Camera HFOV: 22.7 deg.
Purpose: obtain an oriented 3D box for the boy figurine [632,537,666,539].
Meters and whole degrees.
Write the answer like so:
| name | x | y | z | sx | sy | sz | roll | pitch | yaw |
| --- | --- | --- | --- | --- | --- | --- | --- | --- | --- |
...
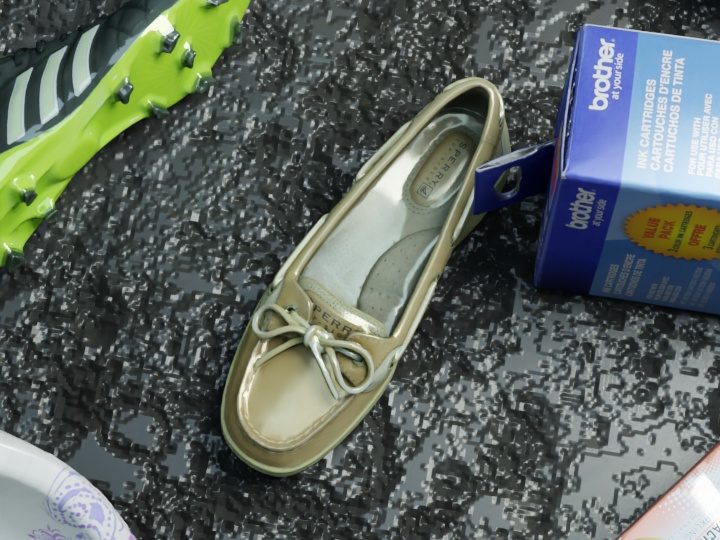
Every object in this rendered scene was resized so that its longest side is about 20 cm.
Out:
| name | x | y | z | sx | sy | sz | roll | pitch | yaw |
| --- | --- | --- | --- | --- | --- | --- | --- | --- | --- |
| boy figurine | 0.149 | 0.190 | 0.707 | 0.124 | 0.064 | 0.200 | -39 | 110 | -7 |

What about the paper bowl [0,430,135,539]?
| name | x | y | z | sx | sy | sz | roll | pitch | yaw |
| --- | --- | --- | --- | --- | --- | --- | --- | --- | --- |
| paper bowl | -0.188 | 0.158 | 0.733 | 0.199 | 0.104 | 0.202 | -2 | 94 | -26 |

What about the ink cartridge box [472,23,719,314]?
| name | x | y | z | sx | sy | sz | roll | pitch | yaw |
| --- | --- | --- | --- | --- | --- | --- | --- | --- | --- |
| ink cartridge box | 0.151 | -0.037 | 0.782 | 0.198 | 0.137 | 0.077 | 10 | 70 | 5 |

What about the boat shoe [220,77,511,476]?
| name | x | y | z | sx | sy | sz | roll | pitch | yaw |
| --- | --- | --- | --- | --- | --- | --- | --- | --- | --- |
| boat shoe | 0.002 | 0.001 | 0.816 | 0.073 | 0.063 | 0.201 | 36 | 79 | 11 |

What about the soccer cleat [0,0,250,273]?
| name | x | y | z | sx | sy | sz | roll | pitch | yaw |
| --- | --- | --- | --- | --- | --- | --- | --- | --- | --- |
| soccer cleat | -0.137 | -0.088 | 0.848 | 0.200 | 0.068 | 0.081 | -44 | 65 | -9 |

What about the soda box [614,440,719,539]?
| name | x | y | z | sx | sy | sz | roll | pitch | yaw |
| --- | --- | --- | --- | --- | --- | --- | --- | --- | --- |
| soda box | 0.140 | 0.135 | 0.773 | 0.200 | 0.064 | 0.068 | -41 | 77 | -8 |
